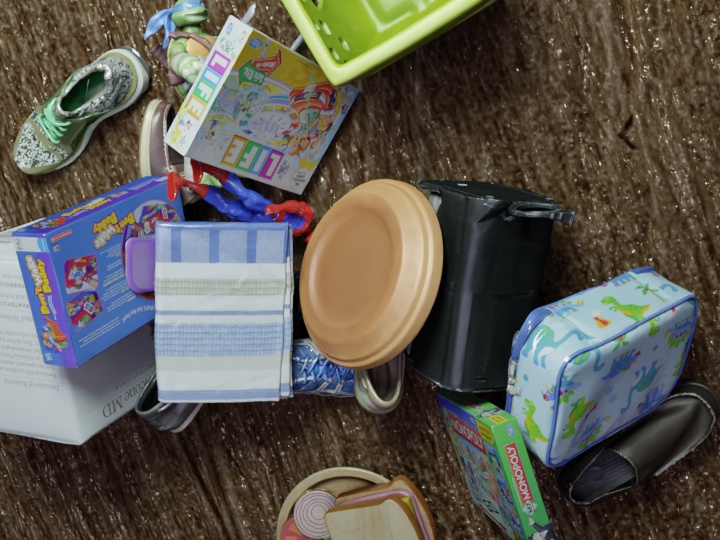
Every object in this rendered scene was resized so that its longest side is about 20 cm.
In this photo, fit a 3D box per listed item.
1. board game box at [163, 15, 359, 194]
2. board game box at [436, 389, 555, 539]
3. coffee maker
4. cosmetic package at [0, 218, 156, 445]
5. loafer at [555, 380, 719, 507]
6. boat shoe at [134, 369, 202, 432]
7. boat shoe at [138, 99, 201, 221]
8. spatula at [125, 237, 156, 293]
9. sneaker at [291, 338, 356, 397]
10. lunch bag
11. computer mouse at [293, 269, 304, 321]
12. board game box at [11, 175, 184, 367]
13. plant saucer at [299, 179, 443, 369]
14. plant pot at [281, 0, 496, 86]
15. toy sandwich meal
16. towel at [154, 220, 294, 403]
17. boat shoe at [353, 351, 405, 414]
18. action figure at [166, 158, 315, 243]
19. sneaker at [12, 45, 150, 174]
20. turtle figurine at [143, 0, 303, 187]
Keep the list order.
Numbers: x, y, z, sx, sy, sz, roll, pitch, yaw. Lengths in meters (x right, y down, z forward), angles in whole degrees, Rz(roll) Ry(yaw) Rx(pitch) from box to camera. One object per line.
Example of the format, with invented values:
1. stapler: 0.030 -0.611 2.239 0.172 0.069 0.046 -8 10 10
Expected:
1. board game box: -0.094 -0.160 0.945 0.034 0.200 0.135 37 102 28
2. board game box: 0.136 0.200 0.962 0.029 0.200 0.135 -20 95 -9
3. coffee maker: 0.121 0.019 0.937 0.134 0.192 0.202 4 102 -5
4. cosmetic package: -0.333 0.058 1.027 0.165 0.167 0.202 2 108 26
5. loafer: 0.298 0.196 0.989 0.200 0.071 0.073 -42 89 16
6. boat shoe: -0.177 0.089 1.028 0.067 0.057 0.201 32 89 43
7. boat shoe: -0.205 -0.093 1.054 0.071 0.072 0.202 0 104 5
8. spatula: -0.172 -0.007 1.004 0.020 0.199 0.057 4 94 44
9. sneaker: -0.049 0.113 1.048 0.198 0.077 0.076 -2 98 11
10. lunch bag: 0.234 0.096 0.916 0.082 0.199 0.162 39 141 43
11. computer mouse: -0.116 0.030 1.075 0.198 0.034 0.059 -1 84 20
12. board game box: -0.252 -0.006 0.947 0.044 0.200 0.135 3 111 27
13. plant saucer: 0.000 0.000 0.953 0.199 0.037 0.202 -19 63 43
14. plant pot: 0.027 -0.309 0.906 0.198 0.181 0.201 -28 92 15
15. toy sandwich meal: -0.008 0.323 1.077 0.203 0.070 0.207 2 100 12
16. towel: -0.142 0.045 0.972 0.146 0.024 0.202 -1 106 -10
17. boat shoe: 0.017 0.051 1.000 0.072 0.065 0.202 -2 76 -8
18. action figure: -0.111 -0.062 0.988 0.065 0.199 0.052 -33 56 31
19. sneaker: -0.335 -0.182 1.053 0.200 0.089 0.077 -39 90 16
20. turtle figurine: -0.132 -0.189 0.977 0.198 0.144 0.195 -2 109 5
